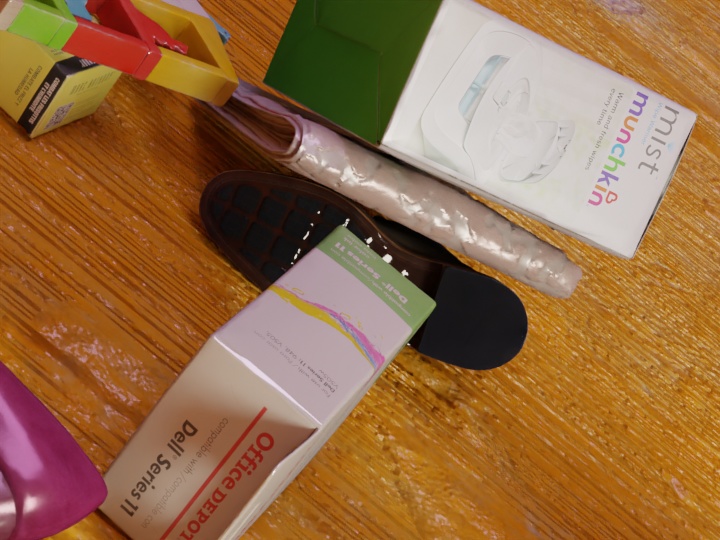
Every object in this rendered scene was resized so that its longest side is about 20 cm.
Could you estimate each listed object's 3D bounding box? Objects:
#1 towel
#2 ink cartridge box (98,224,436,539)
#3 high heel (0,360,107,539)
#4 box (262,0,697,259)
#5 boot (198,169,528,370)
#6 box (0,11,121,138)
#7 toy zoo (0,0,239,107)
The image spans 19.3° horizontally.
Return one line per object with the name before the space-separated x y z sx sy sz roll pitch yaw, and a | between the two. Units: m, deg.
towel | 0.013 -0.055 1.247 0.199 0.032 0.191 24 7 -26
ink cartridge box | -0.051 0.067 0.988 0.067 0.117 0.200 40 28 4
high heel | -0.187 0.031 0.930 0.096 0.067 0.201 -8 68 -41
box | 0.063 -0.097 1.217 0.175 0.097 0.200 22 6 -24
boot | 0.000 0.000 1.223 0.199 0.075 0.097 27 3 -1
box | -0.224 -0.165 1.182 0.200 0.050 0.075 44 29 6
toy zoo | -0.146 -0.157 1.193 0.199 0.020 0.132 16 33 -45
